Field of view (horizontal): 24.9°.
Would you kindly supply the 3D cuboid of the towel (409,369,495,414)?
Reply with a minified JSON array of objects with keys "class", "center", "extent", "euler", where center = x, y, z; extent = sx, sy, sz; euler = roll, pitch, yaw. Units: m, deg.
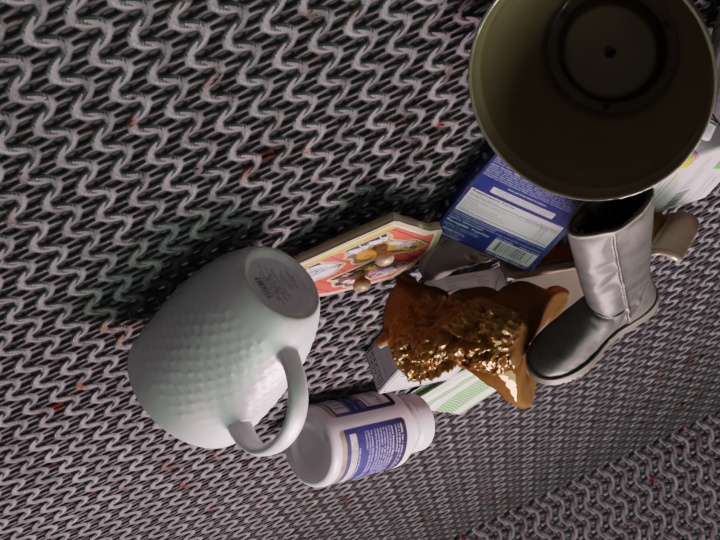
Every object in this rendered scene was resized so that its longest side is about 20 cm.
[{"class":"towel","center":[0.153,0.173,2.423],"extent":[0.152,0.023,0.200],"euler":[-34,160,24]}]

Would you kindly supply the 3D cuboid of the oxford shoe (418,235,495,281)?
[{"class":"oxford shoe","center":[0.135,-0.035,1.803],"extent":[0.075,0.058,0.200],"euler":[-9,157,-46]}]

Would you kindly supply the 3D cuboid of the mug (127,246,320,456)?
[{"class":"mug","center":[-0.112,0.085,1.580],"extent":[0.147,0.200,0.175],"euler":[1,142,-44]}]

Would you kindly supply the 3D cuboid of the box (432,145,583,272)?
[{"class":"box","center":[0.168,-0.078,1.668],"extent":[0.121,0.032,0.200],"euler":[23,145,-12]}]

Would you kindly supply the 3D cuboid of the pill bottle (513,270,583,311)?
[{"class":"pill bottle","center":[0.256,0.028,2.019],"extent":[0.114,0.114,0.200],"euler":[-30,165,12]}]

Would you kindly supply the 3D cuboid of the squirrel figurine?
[{"class":"squirrel figurine","center":[0.102,0.058,1.787],"extent":[0.200,0.186,0.142],"euler":[2,106,-67]}]

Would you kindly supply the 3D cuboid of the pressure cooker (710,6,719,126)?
[{"class":"pressure cooker","center":[0.412,-0.211,1.515],"extent":[0.178,0.176,0.200],"euler":[-22,160,-5]}]

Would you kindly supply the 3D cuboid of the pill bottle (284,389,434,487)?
[{"class":"pill bottle","center":[0.003,0.223,2.225],"extent":[0.200,0.111,0.111],"euler":[-8,154,-41]}]

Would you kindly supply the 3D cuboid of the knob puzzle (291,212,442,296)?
[{"class":"knob puzzle","center":[0.000,0.000,1.718],"extent":[0.219,0.031,0.220],"euler":[-18,166,-5]}]

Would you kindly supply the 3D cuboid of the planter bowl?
[{"class":"planter bowl","center":[0.200,-0.173,1.361],"extent":[0.200,0.200,0.135],"euler":[-35,-174,24]}]

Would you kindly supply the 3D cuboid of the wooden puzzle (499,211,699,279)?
[{"class":"wooden puzzle","center":[0.269,-0.036,1.830],"extent":[0.199,0.037,0.185],"euler":[-5,-168,20]}]

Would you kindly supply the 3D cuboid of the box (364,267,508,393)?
[{"class":"box","center":[0.097,0.077,2.028],"extent":[0.116,0.060,0.200],"euler":[-10,155,-28]}]

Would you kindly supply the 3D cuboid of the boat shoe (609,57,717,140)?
[{"class":"boat shoe","center":[0.298,-0.185,1.611],"extent":[0.200,0.072,0.068],"euler":[16,101,-43]}]

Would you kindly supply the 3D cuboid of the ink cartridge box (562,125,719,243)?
[{"class":"ink cartridge box","center":[0.306,-0.119,1.756],"extent":[0.199,0.084,0.145],"euler":[-18,161,-24]}]

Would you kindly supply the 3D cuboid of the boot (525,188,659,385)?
[{"class":"boot","center":[0.233,0.015,1.661],"extent":[0.182,0.073,0.200],"euler":[-40,154,-10]}]
